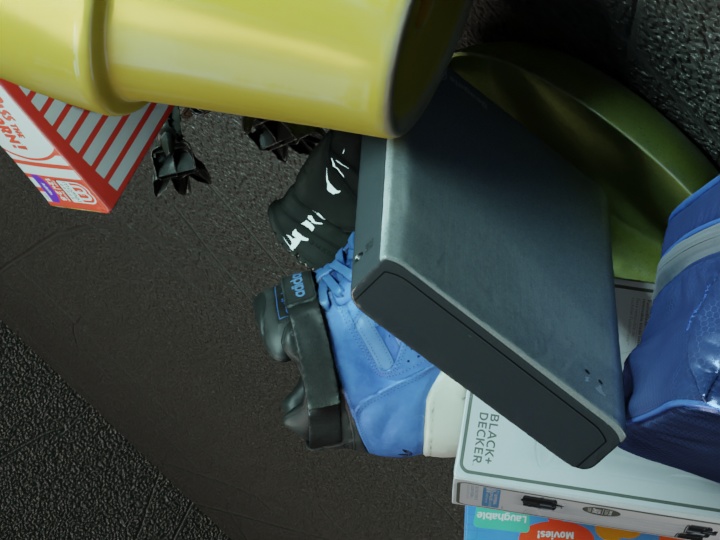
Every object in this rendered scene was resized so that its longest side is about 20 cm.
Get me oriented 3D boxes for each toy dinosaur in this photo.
[{"bbox_3d":[-0.092,-0.122,1.410,0.102,0.137,0.200,-22,163,32],"label":"toy dinosaur"}]

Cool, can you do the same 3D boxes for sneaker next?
[{"bbox_3d":[0.053,-0.012,1.339,0.199,0.091,0.076,27,-163,-10],"label":"sneaker"},{"bbox_3d":[0.000,0.000,1.275,0.077,0.110,0.201,-97,7,-69],"label":"sneaker"}]

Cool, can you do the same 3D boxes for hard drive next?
[{"bbox_3d":[0.058,-0.013,1.140,0.139,0.033,0.200,36,-153,-19],"label":"hard drive"}]

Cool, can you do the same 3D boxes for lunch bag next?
[{"bbox_3d":[0.197,0.027,1.099,0.135,0.133,0.200,20,169,-6],"label":"lunch bag"}]

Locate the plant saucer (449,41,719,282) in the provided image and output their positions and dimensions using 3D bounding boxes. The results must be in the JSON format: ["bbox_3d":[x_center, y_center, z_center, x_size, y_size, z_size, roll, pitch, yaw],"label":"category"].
[{"bbox_3d":[0.123,-0.051,1.259,0.200,0.031,0.200,37,166,10],"label":"plant saucer"}]

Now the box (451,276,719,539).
[{"bbox_3d":[0.150,0.070,1.226,0.199,0.117,0.060,7,162,4],"label":"box"}]

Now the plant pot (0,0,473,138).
[{"bbox_3d":[-0.049,-0.148,1.100,0.188,0.202,0.201,22,163,11],"label":"plant pot"}]

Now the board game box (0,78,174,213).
[{"bbox_3d":[-0.131,-0.154,1.239,0.046,0.201,0.152,8,150,40],"label":"board game box"}]

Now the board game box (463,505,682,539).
[{"bbox_3d":[0.130,0.123,1.324,0.151,0.201,0.045,2,-158,2],"label":"board game box"}]
